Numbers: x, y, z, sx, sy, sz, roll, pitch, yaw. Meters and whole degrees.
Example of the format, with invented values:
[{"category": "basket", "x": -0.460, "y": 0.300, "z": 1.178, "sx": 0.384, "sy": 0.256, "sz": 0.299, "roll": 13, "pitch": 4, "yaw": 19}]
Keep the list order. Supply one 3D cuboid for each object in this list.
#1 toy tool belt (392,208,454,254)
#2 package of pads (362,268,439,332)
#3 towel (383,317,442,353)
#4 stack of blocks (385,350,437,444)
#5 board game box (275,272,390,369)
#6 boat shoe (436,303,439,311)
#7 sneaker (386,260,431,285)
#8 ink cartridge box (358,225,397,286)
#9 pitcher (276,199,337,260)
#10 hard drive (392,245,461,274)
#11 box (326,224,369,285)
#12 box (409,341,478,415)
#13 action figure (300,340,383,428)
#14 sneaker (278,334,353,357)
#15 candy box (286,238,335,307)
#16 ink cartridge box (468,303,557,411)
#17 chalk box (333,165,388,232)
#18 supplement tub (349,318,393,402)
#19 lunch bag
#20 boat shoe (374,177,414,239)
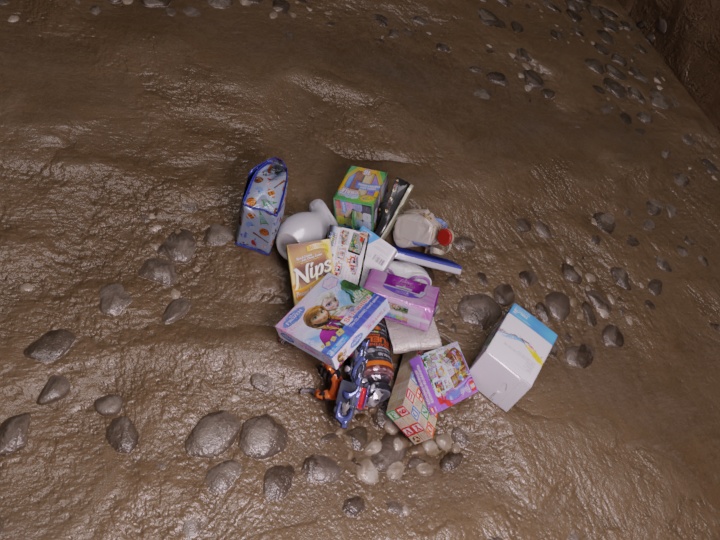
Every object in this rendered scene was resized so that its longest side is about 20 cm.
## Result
[{"category": "toy tool belt", "x": 0.197, "y": -0.111, "z": 1.907, "sx": 0.195, "sy": 0.129, "sz": 0.122, "roll": 12, "pitch": 10, "yaw": 31}, {"category": "package of pads", "x": 0.094, "y": 0.070, "z": 1.651, "sx": 0.194, "sy": 0.077, "sz": 0.121, "roll": 16, "pitch": 33, "yaw": 8}, {"category": "towel", "x": 0.125, "y": 0.129, "z": 1.683, "sx": 0.128, "sy": 0.035, "sz": 0.202, "roll": -7, "pitch": 39, "yaw": -7}, {"category": "stack of blocks", "x": 0.139, "y": 0.300, "z": 1.605, "sx": 0.115, "sy": 0.058, "sz": 0.202, "roll": 47, "pitch": 37, "yaw": -19}, {"category": "board game box", "x": -0.065, "y": 0.110, "z": 1.530, "sx": 0.196, "sy": 0.042, "sz": 0.200, "roll": 21, "pitch": 54, "yaw": 38}, {"category": "boat shoe", "x": 0.136, "y": 0.132, "z": 1.752, "sx": 0.073, "sy": 0.075, "sz": 0.199, "roll": 43, "pitch": 50, "yaw": 14}, {"category": "sneaker", "x": 0.100, "y": 0.009, "z": 1.848, "sx": 0.194, "sy": 0.077, "sz": 0.100, "roll": 14, "pitch": 27, "yaw": -8}, {"category": "ink cartridge box", "x": 0.000, "y": 0.000, "z": 1.764, "sx": 0.114, "sy": 0.067, "sz": 0.203, "roll": 33, "pitch": 91, "yaw": 7}, {"category": "pitcher", "x": -0.126, "y": -0.088, "z": 1.794, "sx": 0.171, "sy": 0.122, "sz": 0.200, "roll": 41, "pitch": 38, "yaw": 4}, {"category": "hard drive", "x": 0.177, "y": -0.032, "z": 1.873, "sx": 0.194, "sy": 0.026, "sz": 0.132, "roll": 14, "pitch": 7, "yaw": -11}, {"category": "box", "x": -0.048, "y": -0.007, "z": 1.718, "sx": 0.107, "sy": 0.035, "sz": 0.206, "roll": 12, "pitch": 88, "yaw": 7}, {"category": "box", "x": 0.208, "y": 0.262, "z": 1.634, "sx": 0.198, "sy": 0.039, "sz": 0.140, "roll": -7, "pitch": 71, "yaw": -54}, {"category": "action figure", "x": -0.029, "y": 0.246, "z": 1.527, "sx": 0.190, "sy": 0.104, "sz": 0.205, "roll": 24, "pitch": 91, "yaw": 20}, {"category": "sneaker", "x": -0.106, "y": 0.168, "z": 1.598, "sx": 0.194, "sy": 0.081, "sz": 0.077, "roll": -1, "pitch": 76, "yaw": 14}, {"category": "candy box", "x": -0.119, "y": 0.031, "z": 1.668, "sx": 0.112, "sy": 0.055, "sz": 0.207, "roll": -8, "pitch": 86, "yaw": -10}, {"category": "ink cartridge box", "x": 0.393, "y": 0.228, "z": 1.732, "sx": 0.145, "sy": 0.148, "sz": 0.200, "roll": 36, "pitch": 49, "yaw": 8}, {"category": "chalk box", "x": -0.004, "y": -0.181, "z": 1.883, "sx": 0.120, "sy": 0.127, "sz": 0.202, "roll": 13, "pitch": 47, "yaw": 14}, {"category": "supplement tub", "x": 0.025, "y": 0.217, "z": 1.621, "sx": 0.104, "sy": 0.108, "sz": 0.205, "roll": 3, "pitch": 53, "yaw": -19}, {"category": "lunch bag", "x": -0.260, "y": -0.180, "z": 1.771, "sx": 0.121, "sy": 0.172, "sz": 0.204, "roll": 19, "pitch": 51, "yaw": -7}, {"category": "boat shoe", "x": 0.079, "y": -0.164, "z": 1.860, "sx": 0.062, "sy": 0.074, "sz": 0.205, "roll": 27, "pitch": 85, "yaw": 4}]
